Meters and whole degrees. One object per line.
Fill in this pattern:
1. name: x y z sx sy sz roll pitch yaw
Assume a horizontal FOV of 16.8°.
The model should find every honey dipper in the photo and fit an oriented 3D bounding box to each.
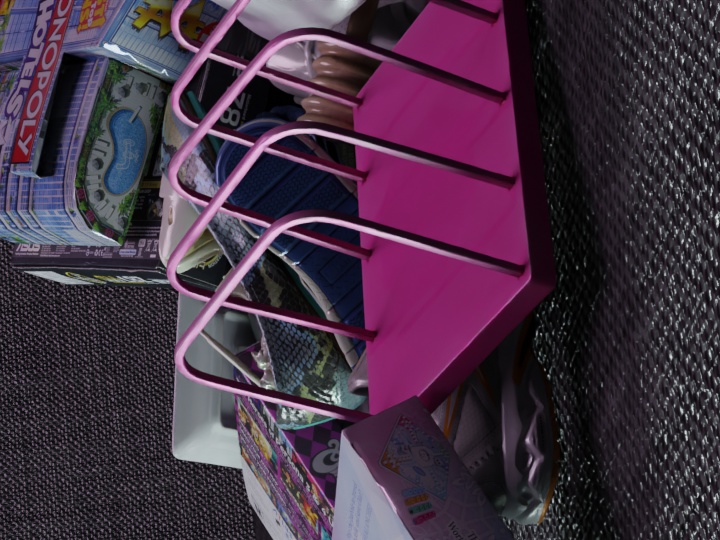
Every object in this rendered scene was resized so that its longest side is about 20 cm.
1. honey dipper: 0.011 -0.163 1.226 0.038 0.038 0.201 133 152 -81

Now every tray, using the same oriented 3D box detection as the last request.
1. tray: -0.058 0.067 1.482 0.200 0.022 0.108 19 -109 -65

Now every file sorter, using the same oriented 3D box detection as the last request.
1. file sorter: -0.010 -0.053 1.070 0.139 0.125 0.201 -48 35 44

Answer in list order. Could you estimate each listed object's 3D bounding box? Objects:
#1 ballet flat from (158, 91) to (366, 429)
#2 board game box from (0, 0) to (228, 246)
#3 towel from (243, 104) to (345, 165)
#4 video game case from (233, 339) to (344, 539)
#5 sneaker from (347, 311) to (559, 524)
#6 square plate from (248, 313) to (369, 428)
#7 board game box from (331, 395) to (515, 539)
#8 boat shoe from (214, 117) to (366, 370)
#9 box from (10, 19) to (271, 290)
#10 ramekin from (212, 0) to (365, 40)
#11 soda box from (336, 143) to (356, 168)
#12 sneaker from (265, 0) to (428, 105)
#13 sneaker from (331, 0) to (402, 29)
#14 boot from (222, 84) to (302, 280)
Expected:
1. ballet flat: -0.069 -0.002 1.298 0.200 0.074 0.074 57 165 16
2. board game box: -0.153 -0.118 1.396 0.200 0.061 0.201 0 72 59
3. towel: 0.000 0.000 1.333 0.200 0.048 0.112 57 178 -13
4. video game case: -0.006 0.158 1.360 0.200 0.036 0.182 54 163 27
5. sneaker: 0.037 0.022 1.146 0.076 0.091 0.201 113 151 -74
6. square plate: -0.003 0.119 1.410 0.200 0.028 0.199 42 155 53
7. board game box: 0.052 0.188 1.072 0.199 0.043 0.200 54 158 27
8. boat shoe: 0.007 -0.001 1.235 0.200 0.072 0.072 52 -171 -8
9. box: -0.129 -0.071 1.439 0.200 0.049 0.162 0 75 58
10. ramekin: -0.042 -0.223 1.200 0.200 0.097 0.201 -32 47 43
11. soda box: 0.014 -0.006 1.434 0.068 0.064 0.201 -112 17 -62
12. sneaker: 0.001 -0.100 1.318 0.200 0.099 0.078 -108 14 -61
13. sneaker: 0.011 -0.219 1.303 0.075 0.081 0.201 37 -126 -47
14. boot: -0.094 -0.091 1.528 0.158 0.211 0.080 -47 -16 -42
